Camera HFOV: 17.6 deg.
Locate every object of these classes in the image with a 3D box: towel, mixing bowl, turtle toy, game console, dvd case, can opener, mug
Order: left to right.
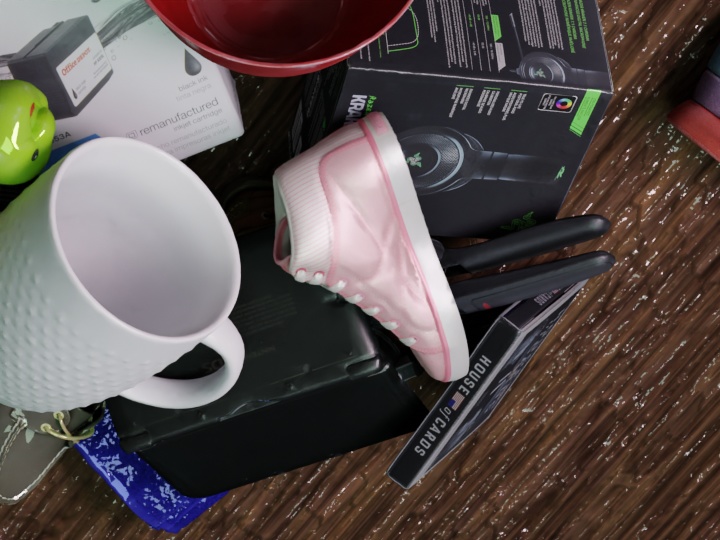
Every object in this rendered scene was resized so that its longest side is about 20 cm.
[{"bbox_3d":[-0.281,-0.070,1.532,0.101,0.146,0.200,33,138,-25],"label":"turtle toy"},{"bbox_3d":[-0.168,0.029,1.548,0.200,0.148,0.175,33,136,-23],"label":"mug"},{"bbox_3d":[-0.119,0.095,1.742,0.200,0.050,0.148,-40,107,13],"label":"towel"},{"bbox_3d":[-0.075,0.064,1.663,0.199,0.116,0.177,-19,91,12],"label":"game console"},{"bbox_3d":[-0.057,-0.201,1.480,0.199,0.201,0.108,-5,162,-8],"label":"mixing bowl"},{"bbox_3d":[0.083,0.003,1.630,0.199,0.064,0.079,-7,169,21],"label":"can opener"},{"bbox_3d":[0.097,0.073,1.713,0.025,0.200,0.151,38,112,10],"label":"dvd case"}]

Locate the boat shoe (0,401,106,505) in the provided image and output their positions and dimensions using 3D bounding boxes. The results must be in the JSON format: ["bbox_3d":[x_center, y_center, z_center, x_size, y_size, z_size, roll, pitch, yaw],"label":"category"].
[{"bbox_3d":[-0.215,0.087,1.693,0.072,0.060,0.202,28,95,-50],"label":"boat shoe"}]

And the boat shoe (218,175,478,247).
[{"bbox_3d":[-0.005,-0.018,1.702,0.199,0.068,0.072,3,118,-14],"label":"boat shoe"}]

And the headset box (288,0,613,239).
[{"bbox_3d":[0.065,-0.109,1.615,0.199,0.093,0.174,4,143,-14],"label":"headset box"}]

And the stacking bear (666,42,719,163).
[{"bbox_3d":[0.322,-0.154,1.664,0.114,0.121,0.200,39,98,10],"label":"stacking bear"}]

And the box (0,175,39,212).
[{"bbox_3d":[-0.334,0.001,1.665,0.199,0.044,0.161,5,119,-14],"label":"box"}]

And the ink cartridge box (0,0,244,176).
[{"bbox_3d":[-0.182,-0.164,1.572,0.145,0.084,0.200,-21,122,3],"label":"ink cartridge box"}]

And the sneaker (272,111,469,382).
[{"bbox_3d":[0.000,0.000,1.556,0.104,0.075,0.201,-24,117,-7],"label":"sneaker"}]

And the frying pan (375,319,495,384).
[{"bbox_3d":[0.017,0.092,1.797,0.189,0.031,0.115,1,120,-8],"label":"frying pan"}]
